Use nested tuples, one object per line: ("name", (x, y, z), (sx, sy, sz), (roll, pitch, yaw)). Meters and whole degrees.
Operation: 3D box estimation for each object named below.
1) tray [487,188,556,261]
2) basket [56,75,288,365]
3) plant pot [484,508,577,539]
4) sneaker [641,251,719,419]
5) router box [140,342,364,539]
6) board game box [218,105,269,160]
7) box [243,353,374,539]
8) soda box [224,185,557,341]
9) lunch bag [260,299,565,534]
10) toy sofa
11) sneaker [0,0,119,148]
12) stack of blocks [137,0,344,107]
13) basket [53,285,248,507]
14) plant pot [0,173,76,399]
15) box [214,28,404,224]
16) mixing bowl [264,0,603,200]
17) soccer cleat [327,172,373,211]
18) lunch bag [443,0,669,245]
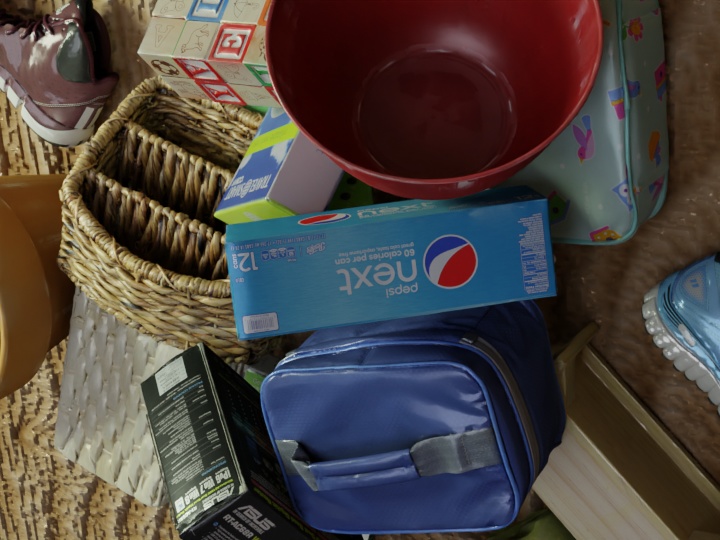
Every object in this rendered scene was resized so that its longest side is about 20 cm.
("tray", (0.069, -0.006, 1.022), (0.107, 0.022, 0.200), (45, 159, 8))
("basket", (-0.129, -0.040, 1.088), (0.200, 0.143, 0.149), (28, 124, 18))
("plant pot", (0.142, 0.284, 1.073), (0.200, 0.200, 0.184), (-35, 78, 36))
("sneaker", (0.282, 0.070, 0.952), (0.200, 0.078, 0.090), (48, 123, 6))
("router box", (-0.071, 0.167, 1.053), (0.062, 0.150, 0.200), (-34, 133, 9))
("board game box", (-0.075, -0.097, 1.137), (0.095, 0.030, 0.200), (25, 123, 21))
("box", (-0.048, 0.179, 1.208), (0.144, 0.036, 0.200), (22, 122, 7))
("soda box", (0.018, -0.007, 0.890), (0.200, 0.068, 0.064), (-7, 101, -3))
("lunch bag", (0.027, 0.100, 0.971), (0.200, 0.132, 0.136), (-9, 108, 29))
("toy sofa", (0.189, 0.146, 1.035), (0.200, 0.083, 0.098), (48, 123, 6))
("sneaker", (-0.279, -0.209, 1.196), (0.200, 0.076, 0.116), (43, 121, -3))
("stack of blocks", (-0.055, -0.212, 0.954), (0.115, 0.059, 0.200), (10, 71, 30))
("basket", (-0.168, 0.084, 1.206), (0.135, 0.123, 0.200), (26, 121, 21))
("plant pot", (-0.305, -0.002, 1.213), (0.200, 0.183, 0.200), (14, 115, 32))
("box", (-0.035, -0.099, 0.990), (0.048, 0.200, 0.122), (30, 166, -18))
("mixing bowl", (0.046, -0.119, 0.878), (0.200, 0.200, 0.108), (33, 163, 17))
("soccer cleat", (0.000, 0.000, 1.079), (0.067, 0.081, 0.200), (12, 155, 10))
("lunch bag", (0.124, -0.121, 0.971), (0.160, 0.077, 0.200), (4, 110, 34))
